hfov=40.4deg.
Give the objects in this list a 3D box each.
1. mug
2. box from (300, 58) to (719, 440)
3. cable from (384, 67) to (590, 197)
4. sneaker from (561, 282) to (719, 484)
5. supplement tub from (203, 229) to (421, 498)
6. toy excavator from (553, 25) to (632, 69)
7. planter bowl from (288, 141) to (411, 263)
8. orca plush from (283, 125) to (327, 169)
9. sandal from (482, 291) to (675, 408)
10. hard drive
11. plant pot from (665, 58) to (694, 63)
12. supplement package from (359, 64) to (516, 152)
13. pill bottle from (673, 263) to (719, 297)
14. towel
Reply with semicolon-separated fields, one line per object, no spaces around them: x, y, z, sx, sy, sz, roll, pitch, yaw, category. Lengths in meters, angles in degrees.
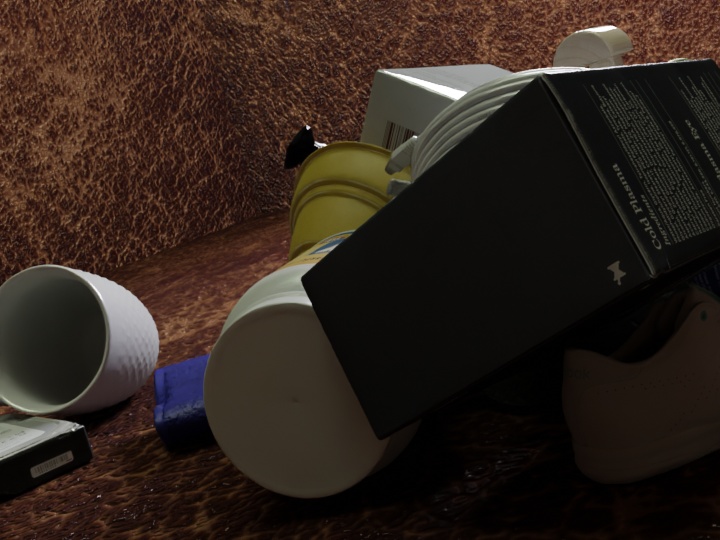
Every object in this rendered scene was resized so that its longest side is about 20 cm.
-0.317;0.091;1.051;0.198;0.149;0.175;-29;-12;7;mug
0.102;-0.014;0.536;0.181;0.105;0.200;-17;-16;-46;box
0.133;-0.057;0.693;0.198;0.070;0.200;20;-36;-20;cable
0.204;0.044;0.545;0.198;0.090;0.075;-19;9;-14;sneaker
-0.014;0.058;0.676;0.143;0.146;0.200;-13;9;17;supplement tub
0.198;-0.076;0.833;0.099;0.195;0.200;-21;-19;-42;toy excavator
0.000;0.000;0.828;0.199;0.202;0.083;-7;31;47;planter bowl
0.028;-0.104;0.989;0.198;0.106;0.071;19;18;-32;orca plush
0.156;0.059;0.666;0.199;0.076;0.048;-6;-21;43;sandal
-0.351;0.177;0.909;0.139;0.038;0.199;-22;9;-36;hard drive
0.362;-0.083;0.863;0.199;0.203;0.189;-22;24;-39;plant pot
0.101;-0.114;0.892;0.116;0.119;0.199;27;26;30;supplement package
0.287;-0.017;0.718;0.110;0.112;0.200;-19;9;-23;pill bottle
-0.089;0.103;0.890;0.198;0.050;0.148;-16;15;-7;towel
